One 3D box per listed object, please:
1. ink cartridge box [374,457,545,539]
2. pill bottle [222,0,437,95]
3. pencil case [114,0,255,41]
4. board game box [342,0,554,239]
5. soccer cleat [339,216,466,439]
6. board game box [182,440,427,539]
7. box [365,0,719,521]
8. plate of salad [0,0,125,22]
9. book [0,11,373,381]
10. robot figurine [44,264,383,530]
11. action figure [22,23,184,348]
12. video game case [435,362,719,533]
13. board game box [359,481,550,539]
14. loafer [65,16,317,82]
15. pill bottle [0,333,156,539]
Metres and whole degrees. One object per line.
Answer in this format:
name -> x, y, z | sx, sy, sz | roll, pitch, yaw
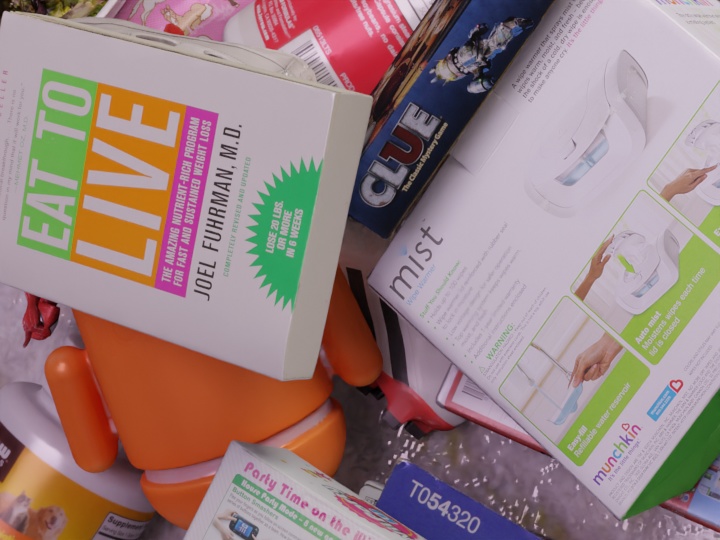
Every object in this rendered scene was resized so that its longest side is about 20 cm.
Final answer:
ink cartridge box -> 0.043, 0.220, 1.172 | 0.195, 0.043, 0.201 | 27, 95, 28
pill bottle -> 0.035, -0.136, 1.291 | 0.199, 0.112, 0.113 | -32, 68, 14
pencil case -> -0.099, -0.140, 1.374 | 0.200, 0.083, 0.087 | -43, 63, 13
board game box -> 0.058, -0.122, 1.163 | 0.034, 0.136, 0.201 | 33, 108, -7
soccer cleat -> 0.000, 0.000, 1.310 | 0.085, 0.069, 0.200 | -45, 69, 6
board game box -> -0.039, 0.204, 1.158 | 0.147, 0.064, 0.201 | 30, 96, 28
box -> 0.130, -0.019, 1.154 | 0.176, 0.096, 0.201 | 42, 113, 21
plate of salad -> -0.180, -0.162, 1.384 | 0.200, 0.048, 0.201 | -36, 29, 24
book -> -0.094, -0.038, 1.164 | 0.199, 0.048, 0.135 | 16, 98, 33
robot figurine -> -0.078, 0.049, 1.255 | 0.116, 0.143, 0.201 | -1, 112, 59
action figure -> -0.130, -0.024, 1.330 | 0.200, 0.065, 0.099 | -54, 31, 26
video game case -> 0.154, 0.041, 1.229 | 0.199, 0.017, 0.144 | 23, 84, 18
board game box -> 0.075, 0.207, 1.224 | 0.199, 0.064, 0.149 | 17, 88, 29
loafer -> -0.119, -0.093, 1.249 | 0.198, 0.070, 0.071 | 3, 98, 23
pill bottle -> -0.181, 0.139, 1.342 | 0.109, 0.109, 0.201 | 35, 96, 27
